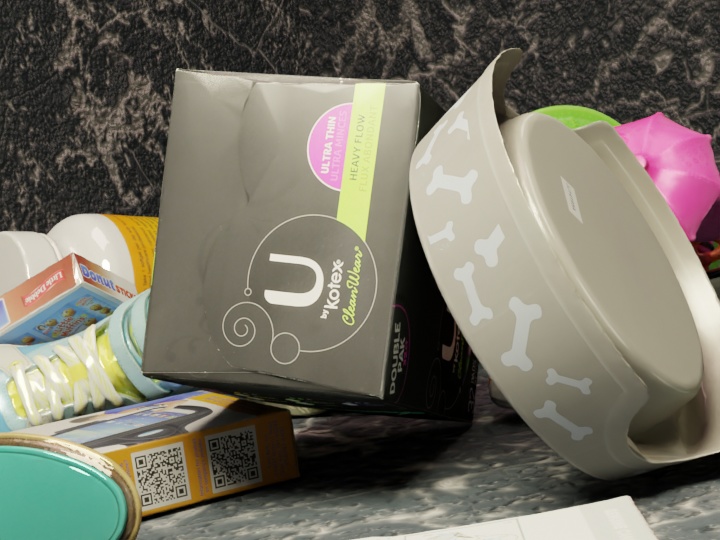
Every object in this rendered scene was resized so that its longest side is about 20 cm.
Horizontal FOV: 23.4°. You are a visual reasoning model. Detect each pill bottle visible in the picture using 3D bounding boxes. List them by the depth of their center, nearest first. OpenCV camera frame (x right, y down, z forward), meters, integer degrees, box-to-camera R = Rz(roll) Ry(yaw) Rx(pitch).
[{"bbox_3d":[-0.153,0.019,1.165,0.198,0.113,0.110,2,-3,-39],"label":"pill bottle"}]

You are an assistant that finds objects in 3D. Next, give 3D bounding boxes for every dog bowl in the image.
[{"bbox_3d":[0.095,0.002,0.769,0.058,0.201,0.200,-33,-5,23],"label":"dog bowl"}]

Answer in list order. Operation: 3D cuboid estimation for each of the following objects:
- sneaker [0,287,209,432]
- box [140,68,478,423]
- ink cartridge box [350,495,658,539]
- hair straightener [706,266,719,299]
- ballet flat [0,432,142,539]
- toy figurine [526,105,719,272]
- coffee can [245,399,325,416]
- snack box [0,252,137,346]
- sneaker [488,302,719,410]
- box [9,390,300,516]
[{"bbox_3d":[-0.155,0.055,0.979,0.199,0.080,0.130,-14,-15,-41],"label":"sneaker"},{"bbox_3d":[-0.012,-0.006,0.875,0.123,0.151,0.200,4,-7,16],"label":"box"},{"bbox_3d":[0.006,0.115,0.478,0.171,0.044,0.200,-8,5,1],"label":"ink cartridge box"},{"bbox_3d":[0.212,0.022,1.089,0.076,0.041,0.199,-2,3,44],"label":"hair straightener"},{"bbox_3d":[-0.184,0.109,0.747,0.197,0.070,0.063,-7,-8,8],"label":"ballet flat"},{"bbox_3d":[0.195,-0.038,1.167,0.198,0.152,0.184,20,-7,-14],"label":"toy figurine"},{"bbox_3d":[0.000,0.000,1.122,0.145,0.148,0.199,-5,7,30],"label":"coffee can"},{"bbox_3d":[-0.231,0.056,1.052,0.199,0.025,0.072,-30,-27,14],"label":"snack box"},{"bbox_3d":[0.142,0.017,0.883,0.198,0.114,0.077,1,10,37],"label":"sneaker"},{"bbox_3d":[-0.144,0.101,0.876,0.198,0.042,0.119,-9,5,-28],"label":"box"}]
